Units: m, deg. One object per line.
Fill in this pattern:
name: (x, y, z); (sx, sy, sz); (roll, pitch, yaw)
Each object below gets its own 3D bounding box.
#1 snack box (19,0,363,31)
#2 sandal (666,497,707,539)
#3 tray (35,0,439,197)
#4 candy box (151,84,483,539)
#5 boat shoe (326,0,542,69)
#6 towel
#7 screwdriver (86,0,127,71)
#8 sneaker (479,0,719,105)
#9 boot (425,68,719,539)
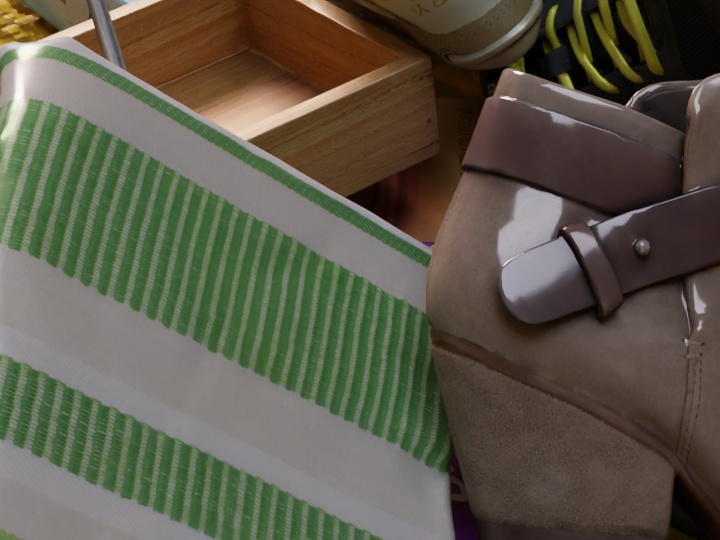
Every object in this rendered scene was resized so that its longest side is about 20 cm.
snack box: (-0.015, -0.124, 0.873); (0.116, 0.037, 0.200); (36, 50, 26)
sandal: (0.131, 0.009, 0.720); (0.079, 0.088, 0.201); (12, 42, 9)
tray: (-0.085, -0.026, 0.675); (0.199, 0.037, 0.098); (-26, 37, -28)
candy box: (-0.019, 0.031, 0.699); (0.116, 0.057, 0.201); (3, 42, -2)
boat shoe: (0.017, -0.103, 0.752); (0.073, 0.063, 0.201); (-35, 13, -1)
towel: (-0.032, 0.048, 0.558); (0.152, 0.023, 0.201); (30, 42, -33)
screwdriver: (-0.048, 0.002, 0.622); (0.028, 0.029, 0.201); (-12, 69, -24)
sneaker: (0.082, -0.059, 0.703); (0.084, 0.200, 0.075); (-15, 81, -4)
boot: (0.113, 0.022, 0.612); (0.198, 0.148, 0.070); (4, 0, -16)
